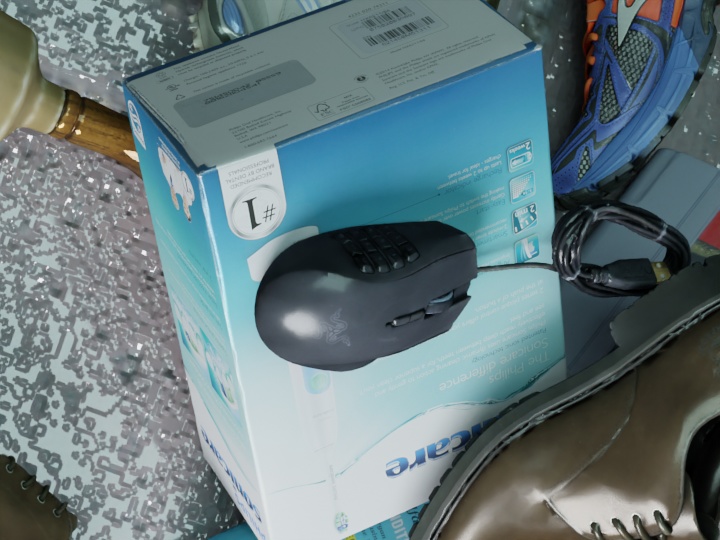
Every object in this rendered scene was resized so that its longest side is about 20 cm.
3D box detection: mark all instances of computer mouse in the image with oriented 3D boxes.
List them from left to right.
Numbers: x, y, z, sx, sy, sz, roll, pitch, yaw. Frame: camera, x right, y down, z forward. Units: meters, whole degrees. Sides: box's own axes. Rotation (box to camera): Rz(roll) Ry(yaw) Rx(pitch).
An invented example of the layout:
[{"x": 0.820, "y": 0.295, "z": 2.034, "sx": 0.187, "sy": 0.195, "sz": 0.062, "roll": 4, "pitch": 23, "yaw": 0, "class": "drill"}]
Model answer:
[{"x": 0.050, "y": 0.007, "z": 0.783, "sx": 0.198, "sy": 0.034, "sz": 0.059, "roll": -8, "pitch": 123, "yaw": -28, "class": "computer mouse"}]

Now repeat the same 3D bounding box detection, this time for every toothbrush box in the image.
[{"x": 0.000, "y": 0.000, "z": 0.827, "sx": 0.145, "sy": 0.085, "sz": 0.201, "roll": -22, "pitch": 128, "yaw": -16, "class": "toothbrush box"}]

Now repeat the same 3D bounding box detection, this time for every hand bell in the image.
[{"x": -0.120, "y": -0.063, "z": 0.863, "sx": 0.199, "sy": 0.104, "sz": 0.105, "roll": 24, "pitch": 78, "yaw": -26, "class": "hand bell"}]

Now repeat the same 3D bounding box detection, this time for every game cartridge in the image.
[{"x": 0.171, "y": 0.034, "z": 0.883, "sx": 0.134, "sy": 0.199, "sz": 0.041, "roll": -53, "pitch": 144, "yaw": -12, "class": "game cartridge"}]

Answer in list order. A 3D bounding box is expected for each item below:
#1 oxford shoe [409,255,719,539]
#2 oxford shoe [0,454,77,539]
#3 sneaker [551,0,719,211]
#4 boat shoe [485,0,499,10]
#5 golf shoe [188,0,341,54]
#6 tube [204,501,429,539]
[{"x": 0.096, "y": 0.087, "z": 0.814, "sx": 0.200, "sy": 0.073, "sz": 0.085, "roll": -42, "pitch": 58, "yaw": 12, "class": "oxford shoe"}, {"x": -0.166, "y": 0.098, "z": 0.837, "sx": 0.084, "sy": 0.072, "sz": 0.202, "roll": -21, "pitch": 94, "yaw": -32, "class": "oxford shoe"}, {"x": 0.128, "y": -0.119, "z": 0.939, "sx": 0.078, "sy": 0.075, "sz": 0.201, "roll": 26, "pitch": 79, "yaw": 4, "class": "sneaker"}, {"x": 0.027, "y": -0.122, "z": 0.911, "sx": 0.068, "sy": 0.075, "sz": 0.201, "roll": 24, "pitch": 80, "yaw": 8, "class": "boat shoe"}, {"x": -0.036, "y": -0.148, "z": 0.873, "sx": 0.096, "sy": 0.078, "sz": 0.202, "roll": -13, "pitch": 82, "yaw": -4, "class": "golf shoe"}, {"x": 0.009, "y": 0.116, "z": 0.894, "sx": 0.198, "sy": 0.050, "sz": 0.078, "roll": -20, "pitch": 98, "yaw": -22, "class": "tube"}]
